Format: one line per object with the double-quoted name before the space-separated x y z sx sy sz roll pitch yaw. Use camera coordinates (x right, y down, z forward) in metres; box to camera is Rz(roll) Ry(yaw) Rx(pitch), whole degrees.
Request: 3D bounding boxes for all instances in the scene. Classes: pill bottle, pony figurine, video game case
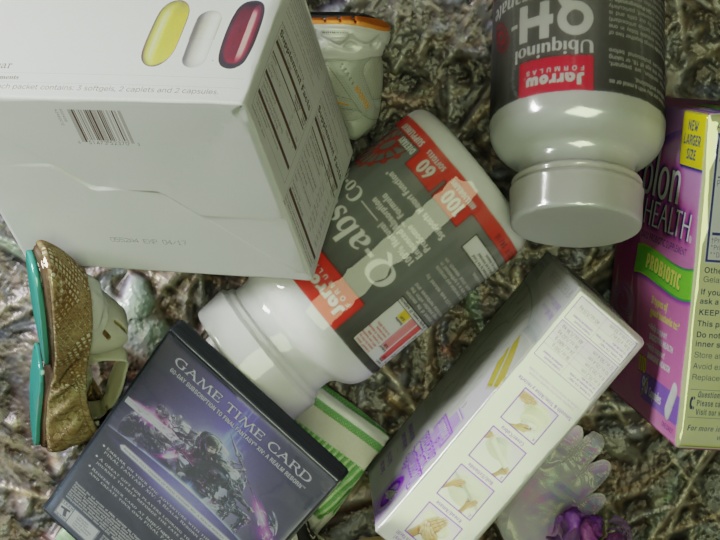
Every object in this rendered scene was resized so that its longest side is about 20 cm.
"pill bottle" 0.000 0.000 1.080 0.200 0.116 0.116 -40 98 0
"pony figurine" 0.142 0.220 1.104 0.193 0.200 0.167 -41 91 -11
"video game case" -0.112 0.143 1.082 0.143 0.019 0.200 41 124 3
"pill bottle" 0.136 -0.122 1.037 0.109 0.111 0.202 3 73 -2

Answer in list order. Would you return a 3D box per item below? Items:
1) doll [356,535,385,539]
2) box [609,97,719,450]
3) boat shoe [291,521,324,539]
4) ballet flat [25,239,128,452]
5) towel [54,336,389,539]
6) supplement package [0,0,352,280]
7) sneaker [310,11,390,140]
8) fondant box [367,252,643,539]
"doll" 0.031 0.263 1.123 0.048 0.137 0.201 -19 131 -5
"box" 0.229 -0.004 1.057 0.096 0.176 0.202 4 99 -7
"boat shoe" -0.044 0.212 1.123 0.073 0.060 0.202 -14 97 39
"ballet flat" -0.183 0.047 1.077 0.065 0.201 0.071 -6 56 -15
"towel" -0.094 0.151 1.155 0.152 0.023 0.201 36 98 -6
"supplement package" -0.125 -0.090 1.007 0.198 0.112 0.156 3 142 18
"sneaker" -0.079 -0.120 1.089 0.198 0.076 0.093 -1 103 0
"fondant box" 0.089 0.091 1.087 0.058 0.144 0.201 38 96 -7
